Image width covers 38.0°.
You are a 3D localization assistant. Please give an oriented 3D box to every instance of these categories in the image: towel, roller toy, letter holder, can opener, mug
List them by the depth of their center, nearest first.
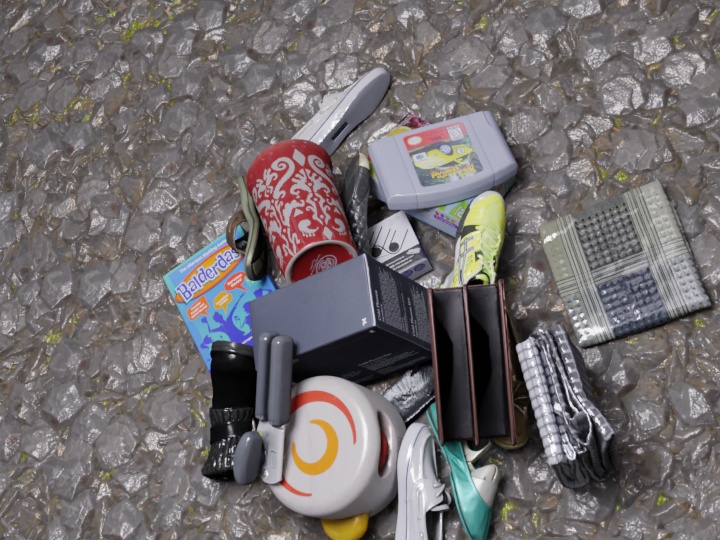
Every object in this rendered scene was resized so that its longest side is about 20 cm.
[{"bbox_3d":[0.264,0.173,1.315,0.084,0.200,0.168,-18,64,10],"label":"towel"},{"bbox_3d":[0.140,0.118,1.319,0.099,0.142,0.203,-4,86,4],"label":"letter holder"},{"bbox_3d":[-0.121,0.181,1.350,0.052,0.066,0.203,12,98,41],"label":"can opener"},{"bbox_3d":[-0.029,0.246,1.420,0.183,0.139,0.200,-49,58,7],"label":"roller toy"},{"bbox_3d":[0.364,-0.009,1.458,0.190,0.035,0.203,-21,65,13],"label":"towel"},{"bbox_3d":[-0.073,-0.059,1.502,0.132,0.179,0.201,-21,48,-1],"label":"mug"}]

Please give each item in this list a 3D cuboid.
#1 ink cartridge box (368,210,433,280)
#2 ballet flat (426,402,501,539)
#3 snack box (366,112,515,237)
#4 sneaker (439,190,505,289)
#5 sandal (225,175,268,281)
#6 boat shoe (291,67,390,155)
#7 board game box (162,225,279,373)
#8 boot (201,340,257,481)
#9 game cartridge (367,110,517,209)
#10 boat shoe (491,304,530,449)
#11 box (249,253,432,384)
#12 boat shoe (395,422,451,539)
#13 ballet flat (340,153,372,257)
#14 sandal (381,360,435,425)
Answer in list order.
[{"bbox_3d":[0.000,0.000,1.568,0.198,0.044,0.095,-29,60,6],"label":"ink cartridge box"},{"bbox_3d":[0.147,0.257,1.392,0.070,0.067,0.202,-28,60,18],"label":"ballet flat"},{"bbox_3d":[0.113,-0.143,1.564,0.199,0.053,0.142,29,62,27],"label":"snack box"},{"bbox_3d":[0.168,-0.012,1.445,0.076,0.075,0.203,2,75,65],"label":"sneaker"},{"bbox_3d":[-0.178,-0.060,1.597,0.056,0.080,0.203,-12,46,-1],"label":"sandal"},{"bbox_3d":[-0.038,-0.257,1.680,0.070,0.071,0.200,42,93,26],"label":"boat shoe"},{"bbox_3d":[-0.201,0.049,1.617,0.151,0.045,0.201,-35,60,3],"label":"board game box"},{"bbox_3d":[-0.179,0.201,1.464,0.078,0.212,0.160,7,64,-1],"label":"boot"},{"bbox_3d":[0.121,-0.157,1.518,0.197,0.041,0.134,-16,56,-5],"label":"game cartridge"},{"bbox_3d":[0.190,0.139,1.418,0.072,0.063,0.203,-7,70,-9],"label":"boat shoe"},{"bbox_3d":[-0.020,0.080,1.436,0.198,0.181,0.106,-22,64,26],"label":"box"},{"bbox_3d":[0.089,0.306,1.385,0.065,0.073,0.203,-2,83,32],"label":"boat shoe"},{"bbox_3d":[-0.001,-0.071,1.531,0.056,0.066,0.203,4,82,-18],"label":"ballet flat"},{"bbox_3d":[0.106,0.137,1.471,0.075,0.048,0.201,40,84,28],"label":"sandal"}]
